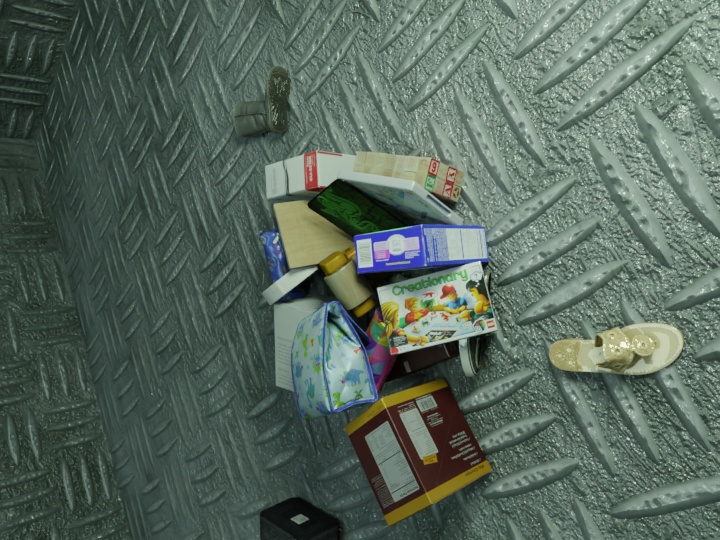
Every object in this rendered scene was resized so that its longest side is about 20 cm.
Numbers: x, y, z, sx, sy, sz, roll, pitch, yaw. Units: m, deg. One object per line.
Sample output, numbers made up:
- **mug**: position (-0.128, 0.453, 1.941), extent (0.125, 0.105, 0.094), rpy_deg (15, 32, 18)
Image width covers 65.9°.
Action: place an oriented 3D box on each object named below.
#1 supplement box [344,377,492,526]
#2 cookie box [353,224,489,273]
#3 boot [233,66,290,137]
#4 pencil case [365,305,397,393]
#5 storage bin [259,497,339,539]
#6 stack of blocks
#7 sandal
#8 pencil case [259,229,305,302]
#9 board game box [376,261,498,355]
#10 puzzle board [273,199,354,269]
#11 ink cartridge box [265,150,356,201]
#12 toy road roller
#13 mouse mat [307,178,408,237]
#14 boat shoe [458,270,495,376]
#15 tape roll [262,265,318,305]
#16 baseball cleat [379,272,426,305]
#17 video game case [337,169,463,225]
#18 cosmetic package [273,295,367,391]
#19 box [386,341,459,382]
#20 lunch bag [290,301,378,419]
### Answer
- **supplement box**: position (0.113, 0.347, 1.085), extent (0.133, 0.196, 0.202), rpy_deg (-45, 62, 38)
- **cookie box**: position (0.116, -0.041, 1.045), extent (0.170, 0.198, 0.077), rpy_deg (-6, 89, 45)
- **boot**: position (-0.273, -0.453, 1.512), extent (0.199, 0.072, 0.185), rpy_deg (18, 105, 50)
- **pencil case**: position (0.037, 0.165, 1.127), extent (0.088, 0.088, 0.202), rpy_deg (44, 126, 34)
- **storage bin**: position (-0.159, 0.684, 1.440), extent (0.198, 0.134, 0.095), rpy_deg (4, 97, 45)
- **stack of blocks**: position (0.092, -0.190, 1.110), extent (0.199, 0.114, 0.059), rpy_deg (18, 96, 43)
- **sandal**: position (0.387, 0.132, 0.873), extent (0.210, 0.069, 0.079), rpy_deg (-16, 82, 45)
- **pencil case**: position (-0.207, -0.015, 1.466), extent (0.087, 0.077, 0.203), rpy_deg (-43, 63, 64)
- **board game box**: position (0.138, 0.070, 1.015), extent (0.197, 0.035, 0.128), rpy_deg (-15, 78, 12)
- **puzzle board**: position (-0.087, -0.089, 1.257), extent (0.017, 0.197, 0.153), rpy_deg (-38, 66, 60)
- **ink cartridge box**: position (-0.110, -0.215, 1.301), extent (0.198, 0.143, 0.085), rpy_deg (-4, 89, 45)
- **toy road roller**: position (0.000, 0.000, 1.156), extent (0.124, 0.145, 0.200), rpy_deg (56, 177, -9)
- **mouse mat**: position (-0.003, -0.110, 1.174), extent (0.160, 0.199, 0.008), rpy_deg (-26, 35, 57)
- **boat shoe**: position (0.220, 0.100, 1.041), extent (0.063, 0.071, 0.203), rpy_deg (0, 94, 22)
- **tape roll**: position (-0.145, 0.008, 1.322), extent (0.202, 0.203, 0.037), rpy_deg (-34, 95, 42)
- **baseball cleat**: position (0.116, 0.062, 1.138), extent (0.199, 0.069, 0.108), rpy_deg (2, 72, 55)
- **video game case**: position (0.077, -0.141, 1.093), extent (0.199, 0.181, 0.022), rpy_deg (19, 84, 43)
- **cosmetic package**: position (-0.092, 0.173, 1.304), extent (0.163, 0.164, 0.203), rpy_deg (7, 99, 44)
- **box**: position (0.117, 0.156, 1.154), extent (0.199, 0.074, 0.101), rpy_deg (-32, 71, 41)
- **lunch bag**: position (-0.063, 0.176, 1.093), extent (0.170, 0.126, 0.203), rpy_deg (-34, 69, 56)
